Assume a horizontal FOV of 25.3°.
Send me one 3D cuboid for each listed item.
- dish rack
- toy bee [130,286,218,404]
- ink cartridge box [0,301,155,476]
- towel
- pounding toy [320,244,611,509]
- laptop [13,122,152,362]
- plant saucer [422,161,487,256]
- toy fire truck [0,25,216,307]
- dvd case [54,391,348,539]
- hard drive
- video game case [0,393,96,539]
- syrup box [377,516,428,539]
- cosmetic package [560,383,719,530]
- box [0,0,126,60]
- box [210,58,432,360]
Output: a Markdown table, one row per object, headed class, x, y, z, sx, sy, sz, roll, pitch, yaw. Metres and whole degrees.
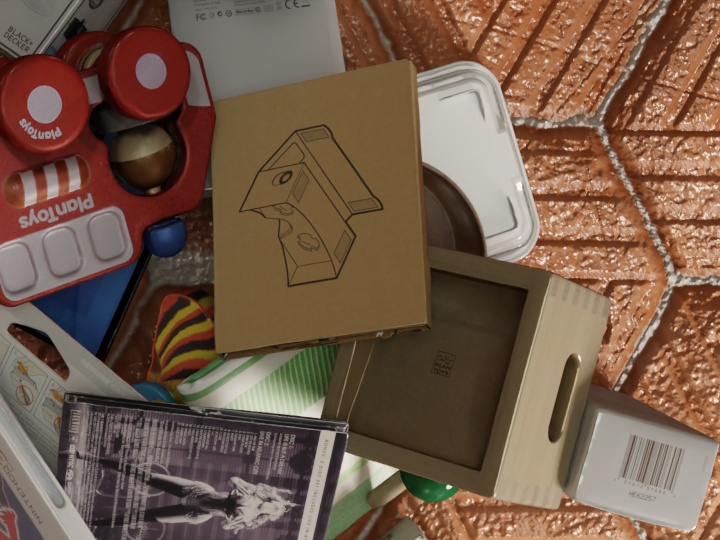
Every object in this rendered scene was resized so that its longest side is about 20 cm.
| class | x | y | z | sx | sy | sz | roll | pitch | yaw |
| --- | --- | --- | --- | --- | --- | --- | --- | --- | --- |
| dish rack | 0.040 | -0.068 | 1.292 | 0.198 | 0.044 | 0.173 | -18 | 92 | -8 |
| toy bee | -0.131 | 0.120 | 1.236 | 0.108 | 0.131 | 0.201 | 26 | 125 | 8 |
| ink cartridge box | -0.248 | 0.096 | 1.185 | 0.199 | 0.044 | 0.174 | 38 | 118 | 11 |
| towel | -0.049 | 0.127 | 1.225 | 0.152 | 0.023 | 0.201 | -35 | 126 | -24 |
| pounding toy | 0.068 | 0.094 | 1.174 | 0.183 | 0.142 | 0.202 | 13 | 86 | 35 |
| laptop | -0.257 | -0.049 | 1.219 | 0.199 | 0.103 | 0.179 | 25 | 86 | -15 |
| plant saucer | 0.000 | 0.000 | 1.243 | 0.198 | 0.035 | 0.202 | -5 | 113 | -13 |
| toy fire truck | -0.192 | -0.079 | 1.143 | 0.199 | 0.112 | 0.170 | -20 | 106 | -30 |
| dvd case | -0.117 | 0.157 | 1.142 | 0.198 | 0.016 | 0.150 | 7 | 123 | -8 |
| hard drive | -0.079 | -0.162 | 1.258 | 0.131 | 0.025 | 0.202 | -7 | 76 | -5 |
| video game case | -0.288 | 0.170 | 1.177 | 0.023 | 0.200 | 0.183 | -31 | 86 | -46 |
| syrup box | 0.071 | 0.303 | 1.276 | 0.079 | 0.081 | 0.201 | -37 | 95 | -4 |
| cosmetic package | 0.185 | 0.132 | 1.229 | 0.101 | 0.200 | 0.075 | 17 | 91 | -10 |
| box | -0.222 | -0.252 | 1.227 | 0.116 | 0.060 | 0.201 | 33 | 85 | 18 |
| box | -0.032 | -0.043 | 1.157 | 0.162 | 0.021 | 0.202 | -9 | 70 | 18 |
